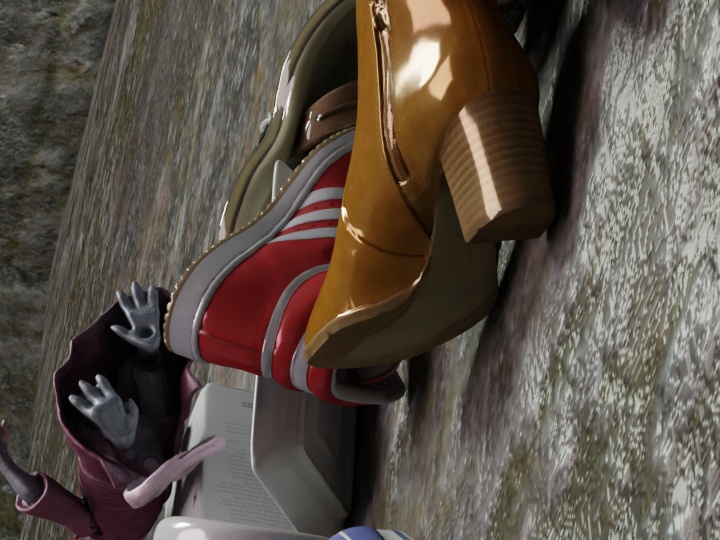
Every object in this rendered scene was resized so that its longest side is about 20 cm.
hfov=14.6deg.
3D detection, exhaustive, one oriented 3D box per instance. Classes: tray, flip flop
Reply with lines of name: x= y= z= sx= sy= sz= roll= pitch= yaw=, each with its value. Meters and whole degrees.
tray: x=-0.023 y=0.047 z=1.493 sx=0.107 sy=0.022 sz=0.200 roll=59 pitch=-153 yaw=-48
flip flop: x=-0.021 y=-0.072 z=1.580 sx=0.081 sy=0.058 sz=0.200 roll=70 pitch=-140 yaw=-56

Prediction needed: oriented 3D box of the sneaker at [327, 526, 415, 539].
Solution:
sneaker: x=-0.029 y=0.178 z=1.217 sx=0.199 sy=0.115 sz=0.081 roll=-96 pitch=20 yaw=-58

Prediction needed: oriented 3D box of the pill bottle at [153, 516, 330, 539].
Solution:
pill bottle: x=-0.061 y=0.226 z=1.357 sx=0.111 sy=0.111 sz=0.200 roll=147 pitch=133 yaw=-77

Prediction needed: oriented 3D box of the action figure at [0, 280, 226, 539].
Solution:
action figure: x=-0.126 y=0.104 z=1.595 sx=0.149 sy=0.134 sz=0.200 roll=45 pitch=148 yaw=25

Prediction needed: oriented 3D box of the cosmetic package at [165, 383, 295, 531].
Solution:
cosmetic package: x=-0.069 y=0.168 z=1.585 sx=0.200 sy=0.074 sz=0.102 roll=-92 pitch=16 yaw=-55

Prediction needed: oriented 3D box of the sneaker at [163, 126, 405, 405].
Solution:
sneaker: x=0.000 y=0.000 z=1.415 sx=0.200 sy=0.112 sz=0.071 roll=-45 pitch=-33 yaw=-44

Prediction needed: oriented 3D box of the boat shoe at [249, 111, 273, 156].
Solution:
boat shoe: x=-0.036 y=-0.062 z=1.673 sx=0.076 sy=0.060 sz=0.200 roll=177 pitch=103 yaw=-80

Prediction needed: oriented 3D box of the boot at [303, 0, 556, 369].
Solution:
boot: x=0.019 y=-0.053 z=1.227 sx=0.201 sy=0.071 sz=0.144 roll=-46 pitch=53 yaw=53

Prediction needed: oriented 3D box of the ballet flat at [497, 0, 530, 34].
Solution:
ballet flat: x=0.062 y=-0.178 z=1.234 sx=0.072 sy=0.072 sz=0.201 roll=-130 pitch=50 yaw=-77
